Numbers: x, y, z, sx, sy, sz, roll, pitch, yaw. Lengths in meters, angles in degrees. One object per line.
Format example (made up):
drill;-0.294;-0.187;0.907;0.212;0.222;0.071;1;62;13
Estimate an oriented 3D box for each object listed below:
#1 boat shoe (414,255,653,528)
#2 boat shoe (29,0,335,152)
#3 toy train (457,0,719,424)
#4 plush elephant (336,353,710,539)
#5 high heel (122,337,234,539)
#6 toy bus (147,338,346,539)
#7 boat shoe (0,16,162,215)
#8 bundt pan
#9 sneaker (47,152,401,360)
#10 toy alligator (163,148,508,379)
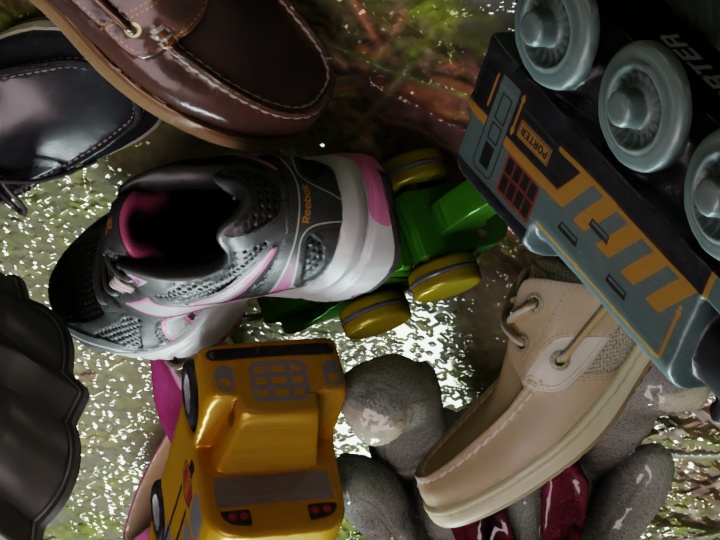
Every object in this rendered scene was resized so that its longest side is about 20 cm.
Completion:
boat shoe;0.088;0.020;0.940;0.065;0.072;0.200;43;100;-13
boat shoe;-0.089;-0.120;0.901;0.199;0.071;0.070;33;142;-15
toy train;0.112;-0.033;0.841;0.085;0.200;0.114;-8;132;-34
plush elephant;0.065;0.140;1.046;0.164;0.156;0.200;-1;150;-13
high heel;-0.096;0.085;1.138;0.095;0.068;0.200;-5;148;12
toy bus;-0.052;0.109;1.037;0.065;0.079;0.200;-2;147;-15
boat shoe;-0.165;-0.057;1.010;0.199;0.062;0.075;-12;129;30
bundt pan;-0.223;0.068;1.002;0.201;0.203;0.076;-3;151;25
sneaker;-0.078;-0.015;0.976;0.086;0.081;0.200;8;159;-40
toy alligator;0.000;0.000;1.010;0.199;0.060;0.054;-28;164;34
